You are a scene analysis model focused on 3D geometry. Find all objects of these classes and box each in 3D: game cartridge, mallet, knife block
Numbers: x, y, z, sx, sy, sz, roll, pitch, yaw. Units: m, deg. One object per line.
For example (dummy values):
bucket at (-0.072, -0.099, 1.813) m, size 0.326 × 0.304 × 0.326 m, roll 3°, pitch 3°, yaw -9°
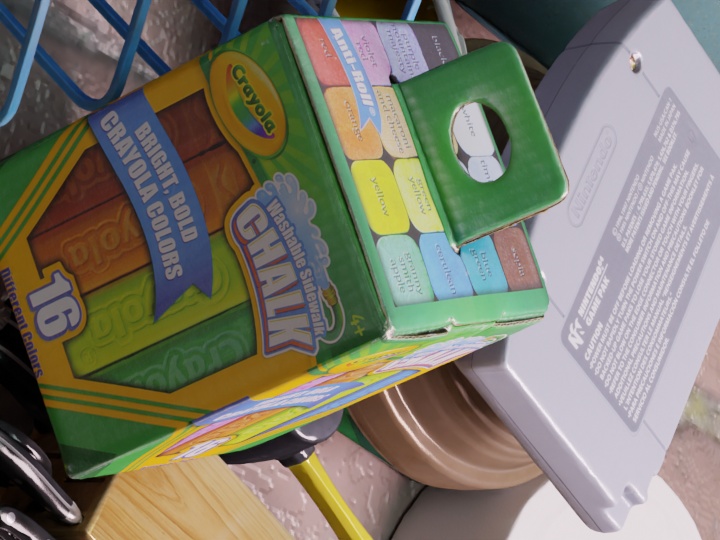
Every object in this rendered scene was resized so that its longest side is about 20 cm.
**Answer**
game cartridge at (0.104, -0.010, 1.190) m, size 0.134 × 0.040 × 0.201 m, roll 54°, pitch 50°, yaw -38°
mallet at (0.008, 0.119, 1.220) m, size 0.200 × 0.066 × 0.041 m, roll 52°, pitch 50°, yaw -8°
knife block at (-0.094, 0.084, 1.146) m, size 0.199 × 0.064 × 0.177 m, roll -10°, pitch 96°, yaw -49°

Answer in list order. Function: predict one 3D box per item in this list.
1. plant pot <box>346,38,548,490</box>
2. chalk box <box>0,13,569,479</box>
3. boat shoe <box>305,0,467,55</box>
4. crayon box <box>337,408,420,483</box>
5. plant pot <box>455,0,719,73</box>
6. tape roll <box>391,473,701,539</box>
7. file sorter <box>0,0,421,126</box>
plant pot at (0.076, -0.004, 1.254) m, size 0.200 × 0.092 × 0.202 m, roll 6°, pitch 83°, yaw -51°
chalk box at (-0.020, -0.017, 1.060) m, size 0.124 × 0.199 × 0.126 m, roll -5°, pitch 72°, yaw -58°
boat shoe at (0.004, -0.129, 1.200) m, size 0.086 × 0.074 × 0.203 m, roll 96°, pitch -16°, yaw -53°
crayon box at (0.000, 0.000, 1.273) m, size 0.200 × 0.051 × 0.126 m, roll 35°, pitch 62°, yaw -43°
plant pot at (0.119, -0.154, 1.343) m, size 0.135 × 0.200 × 0.200 m, roll -52°, pitch 134°, yaw 3°
tape roll at (0.090, 0.188, 1.355) m, size 0.202 × 0.070 × 0.204 m, roll 4°, pitch 84°, yaw -51°
file sorter at (-0.078, -0.144, 1.084) m, size 0.199 × 0.139 × 0.123 m, roll -12°, pitch 136°, yaw -39°
